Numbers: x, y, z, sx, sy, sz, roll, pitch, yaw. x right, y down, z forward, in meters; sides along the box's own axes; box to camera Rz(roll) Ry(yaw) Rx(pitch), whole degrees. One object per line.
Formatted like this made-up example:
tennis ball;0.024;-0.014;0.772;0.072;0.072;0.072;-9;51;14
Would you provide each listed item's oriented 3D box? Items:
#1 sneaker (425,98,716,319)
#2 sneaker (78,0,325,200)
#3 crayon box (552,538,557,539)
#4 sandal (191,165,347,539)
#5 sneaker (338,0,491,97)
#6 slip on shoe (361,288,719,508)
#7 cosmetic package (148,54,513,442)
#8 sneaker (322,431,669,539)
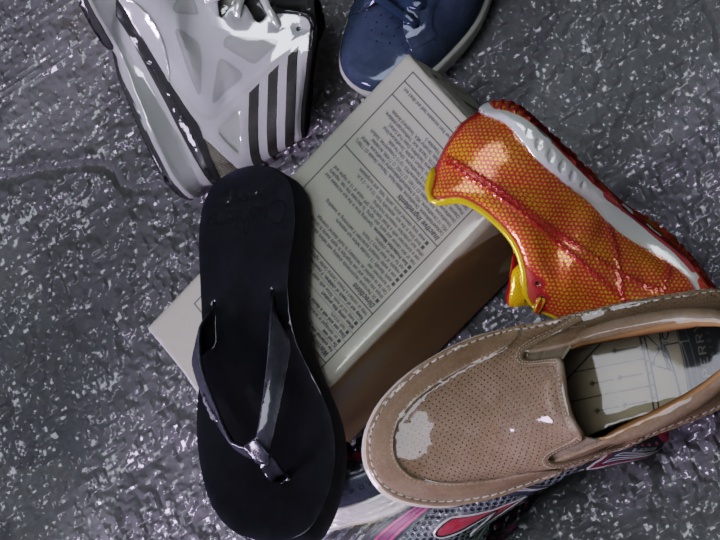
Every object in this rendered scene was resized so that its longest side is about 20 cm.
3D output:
sneaker;0.116;0.003;1.336;0.200;0.073;0.077;40;98;-3
sneaker;-0.086;-0.149;1.472;0.115;0.076;0.201;-24;102;7
crayon box;0.081;0.242;1.296;0.119;0.058;0.200;33;76;20
sandal;-0.056;0.043;1.366;0.076;0.043;0.200;-18;68;24
sneaker;0.042;-0.182;1.432;0.075;0.085;0.200;34;95;27
slip on shoe;0.092;0.059;1.280;0.200;0.061;0.076;-15;89;10
cosmetic package;0.000;0.000;1.419;0.200;0.071;0.105;-45;63;10
sneaker;0.061;0.105;1.372;0.200;0.081;0.075;-20;99;21
